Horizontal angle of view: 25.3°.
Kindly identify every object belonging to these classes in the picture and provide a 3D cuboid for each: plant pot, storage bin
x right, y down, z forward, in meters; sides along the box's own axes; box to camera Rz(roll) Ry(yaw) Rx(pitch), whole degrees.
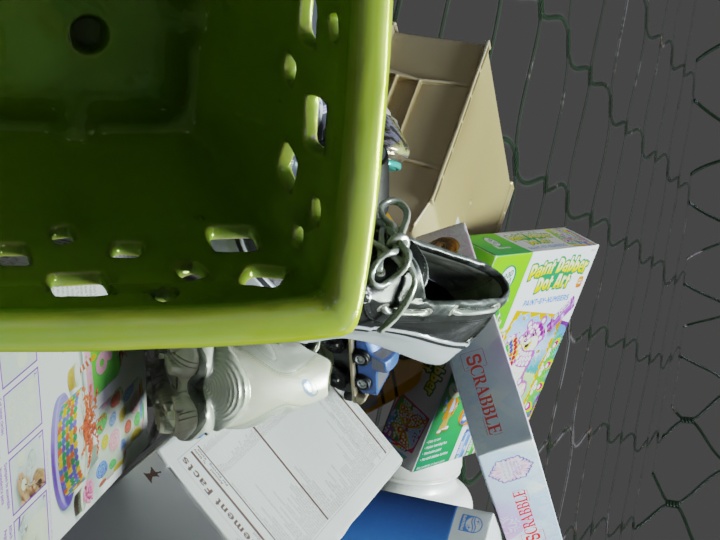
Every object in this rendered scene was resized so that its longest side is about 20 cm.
[{"bbox_3d":[-0.107,-0.090,0.642,0.181,0.199,0.200,-130,-138,-67],"label":"plant pot"},{"bbox_3d":[0.051,-0.062,1.341,0.200,0.094,0.199,74,32,-53],"label":"storage bin"}]

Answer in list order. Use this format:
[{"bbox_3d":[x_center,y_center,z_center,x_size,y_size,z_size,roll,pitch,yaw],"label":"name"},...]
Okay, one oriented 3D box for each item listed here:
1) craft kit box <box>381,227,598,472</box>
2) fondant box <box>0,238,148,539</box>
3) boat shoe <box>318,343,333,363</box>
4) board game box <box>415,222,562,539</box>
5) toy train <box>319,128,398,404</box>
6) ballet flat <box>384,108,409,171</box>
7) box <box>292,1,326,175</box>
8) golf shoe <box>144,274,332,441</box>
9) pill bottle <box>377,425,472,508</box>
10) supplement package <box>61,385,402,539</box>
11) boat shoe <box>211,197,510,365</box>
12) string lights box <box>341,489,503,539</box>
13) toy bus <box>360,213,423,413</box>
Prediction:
[{"bbox_3d":[0.111,0.062,1.365,0.200,0.048,0.198,-7,118,-57],"label":"craft kit box"},{"bbox_3d":[-0.173,0.065,0.781,0.200,0.058,0.144,-47,143,-58],"label":"fondant box"},{"bbox_3d":[-0.035,0.127,1.212,0.072,0.066,0.201,-137,-151,-64],"label":"boat shoe"},{"bbox_3d":[0.098,0.103,1.163,0.200,0.041,0.200,69,5,-48],"label":"board game box"},{"bbox_3d":[0.000,0.000,0.952,0.034,0.046,0.200,-61,156,-49],"label":"toy train"},{"bbox_3d":[-0.016,-0.095,1.073,0.200,0.072,0.072,174,-73,-75],"label":"ballet flat"},{"bbox_3d":[-0.082,-0.098,0.898,0.200,0.107,0.149,57,45,-65],"label":"box"},{"bbox_3d":[-0.074,0.045,0.902,0.200,0.097,0.078,-134,-136,-68],"label":"golf shoe"},{"bbox_3d":[0.041,0.244,1.431,0.112,0.112,0.200,-33,129,-66],"label":"pill bottle"},{"bbox_3d":[-0.077,0.137,0.958,0.110,0.114,0.200,-39,179,27],"label":"supplement package"},{"bbox_3d":[0.007,0.003,0.864,0.199,0.068,0.074,21,39,-42],"label":"boat shoe"},{"bbox_3d":[-0.002,0.196,1.134,0.103,0.200,0.059,69,35,-57],"label":"string lights box"},{"bbox_3d":[0.002,0.025,1.215,0.065,0.078,0.200,57,-12,33],"label":"toy bus"}]
